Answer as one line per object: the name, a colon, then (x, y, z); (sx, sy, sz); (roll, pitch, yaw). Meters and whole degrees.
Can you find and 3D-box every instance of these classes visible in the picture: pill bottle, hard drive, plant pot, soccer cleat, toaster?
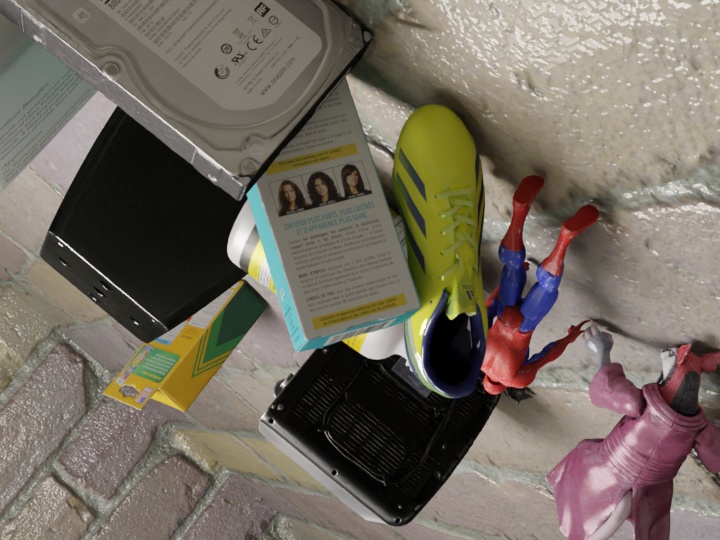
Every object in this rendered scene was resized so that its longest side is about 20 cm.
pill bottle: (0.000, 0.000, 0.901); (0.200, 0.112, 0.112); (35, 161, 8)
hard drive: (-0.111, -0.159, 0.697); (0.200, 0.140, 0.038); (39, 160, -1)
plant pot: (-0.189, -0.046, 1.034); (0.200, 0.177, 0.199); (42, 160, -9)
soccer cleat: (0.060, -0.009, 0.736); (0.084, 0.065, 0.200); (-122, 27, -66)
toaster: (0.024, 0.136, 1.074); (0.200, 0.181, 0.119); (39, 164, 0)

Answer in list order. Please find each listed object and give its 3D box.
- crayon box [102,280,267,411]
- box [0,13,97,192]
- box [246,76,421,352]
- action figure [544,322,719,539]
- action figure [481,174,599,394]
crayon box: (-0.219, 0.099, 1.375); (0.052, 0.200, 0.126); (48, 158, -27)
box: (-0.286, -0.207, 0.802); (0.200, 0.199, 0.171); (37, 160, 1)
box: (-0.032, -0.053, 0.736); (0.049, 0.082, 0.200); (130, 123, -71)
action figure: (0.198, 0.132, 0.803); (0.134, 0.149, 0.200); (24, 126, 11)
action figure: (0.130, 0.012, 0.796); (0.065, 0.099, 0.200); (34, 138, 20)
